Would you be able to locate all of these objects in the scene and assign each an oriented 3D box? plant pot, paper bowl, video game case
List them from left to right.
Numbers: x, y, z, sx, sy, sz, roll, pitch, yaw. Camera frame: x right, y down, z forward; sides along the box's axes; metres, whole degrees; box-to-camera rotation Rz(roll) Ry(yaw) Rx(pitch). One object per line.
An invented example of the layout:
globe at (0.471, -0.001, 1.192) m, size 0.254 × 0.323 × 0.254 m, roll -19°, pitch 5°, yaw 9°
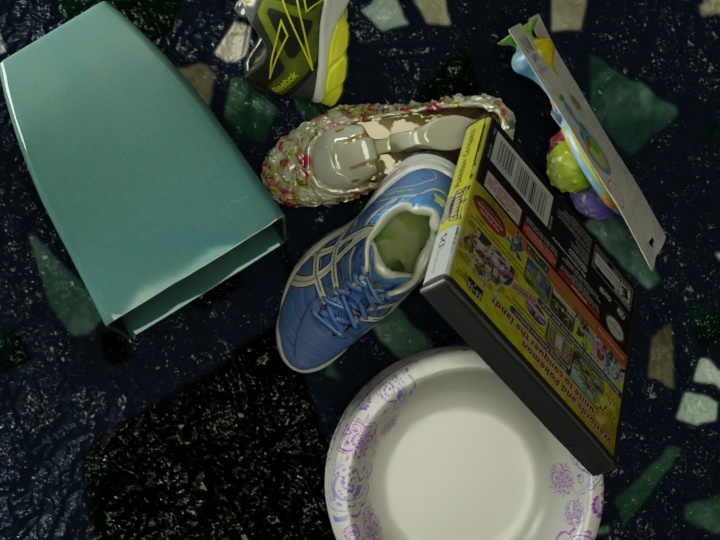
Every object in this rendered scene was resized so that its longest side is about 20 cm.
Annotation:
plant pot at (-0.162, -0.077, 1.121) m, size 0.141 × 0.141 × 0.201 m, roll -31°, pitch 86°, yaw -5°
paper bowl at (0.072, 0.156, 1.162) m, size 0.199 × 0.104 × 0.202 m, roll 0°, pitch 90°, yaw -6°
video game case at (0.127, 0.016, 1.117) m, size 0.025 × 0.181 × 0.200 m, roll -26°, pitch 120°, yaw 34°

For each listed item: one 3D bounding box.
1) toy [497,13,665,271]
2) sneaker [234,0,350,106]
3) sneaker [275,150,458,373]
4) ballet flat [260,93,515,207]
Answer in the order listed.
toy at (0.158, -0.091, 1.175) m, size 0.047 × 0.115 × 0.201 m, roll -26°, pitch 95°, yaw 21°
sneaker at (-0.048, -0.210, 1.130) m, size 0.084 × 0.075 × 0.201 m, roll -2°, pitch 117°, yaw -6°
sneaker at (0.000, 0.000, 1.144) m, size 0.075 × 0.077 × 0.200 m, roll 34°, pitch 113°, yaw -8°
ballet flat at (0.022, -0.095, 1.175) m, size 0.198 × 0.064 × 0.076 m, roll -16°, pitch 93°, yaw -5°
